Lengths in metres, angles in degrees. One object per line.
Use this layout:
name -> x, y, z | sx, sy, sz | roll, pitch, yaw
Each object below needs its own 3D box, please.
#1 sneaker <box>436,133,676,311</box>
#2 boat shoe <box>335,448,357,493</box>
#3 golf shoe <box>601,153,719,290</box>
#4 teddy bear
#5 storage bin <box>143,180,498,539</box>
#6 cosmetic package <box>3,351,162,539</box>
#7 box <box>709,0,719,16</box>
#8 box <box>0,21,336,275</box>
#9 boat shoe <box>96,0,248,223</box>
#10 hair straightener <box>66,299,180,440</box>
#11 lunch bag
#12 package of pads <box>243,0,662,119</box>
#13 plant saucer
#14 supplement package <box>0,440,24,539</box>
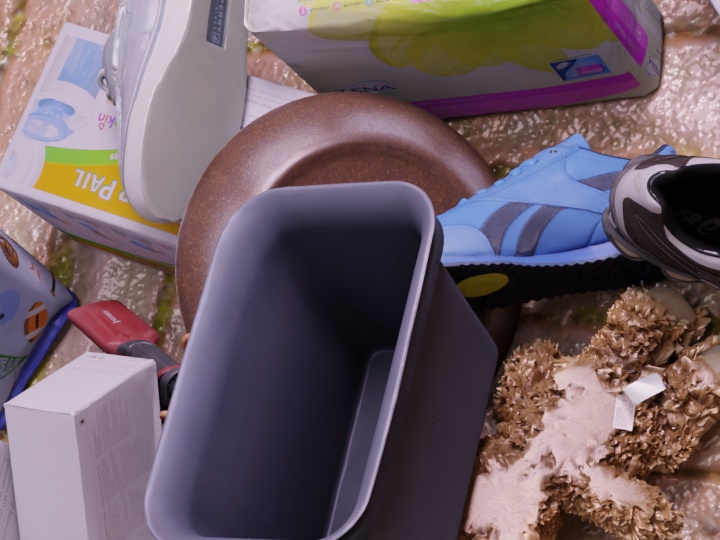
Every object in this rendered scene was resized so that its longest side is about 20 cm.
sneaker -> 0.089, -0.027, 1.427 | 0.200, 0.066, 0.079 | -9, 69, -16
boat shoe -> -0.067, 0.167, 1.442 | 0.069, 0.071, 0.200 | 31, 100, -6
golf shoe -> 0.224, -0.010, 1.354 | 0.200, 0.094, 0.078 | 13, 83, 0
teddy bear -> 0.124, 0.089, 1.404 | 0.145, 0.067, 0.200 | 28, 68, 21
storage bin -> -0.014, 0.077, 1.329 | 0.145, 0.134, 0.200 | -2, 58, 30
cosmetic package -> -0.144, 0.152, 1.440 | 0.051, 0.083, 0.200 | 6, 111, 26
box -> 0.281, -0.166, 1.406 | 0.184, 0.105, 0.200 | -33, 60, 11
box -> -0.094, -0.056, 1.545 | 0.200, 0.101, 0.113 | 17, 79, 30
boat shoe -> -0.108, -0.119, 1.485 | 0.071, 0.070, 0.201 | -6, 67, 42
hair straightener -> -0.114, 0.074, 1.497 | 0.200, 0.041, 0.077 | 23, 123, 59
lunch bag -> -0.295, -0.013, 1.584 | 0.200, 0.170, 0.124 | 27, 81, 31
package of pads -> 0.051, -0.142, 1.477 | 0.200, 0.154, 0.068 | -6, 69, 24
plant saucer -> 0.000, 0.000, 1.444 | 0.200, 0.037, 0.201 | 1, 86, -15
supplement package -> -0.225, 0.160, 1.467 | 0.117, 0.200, 0.118 | 5, 73, 27
